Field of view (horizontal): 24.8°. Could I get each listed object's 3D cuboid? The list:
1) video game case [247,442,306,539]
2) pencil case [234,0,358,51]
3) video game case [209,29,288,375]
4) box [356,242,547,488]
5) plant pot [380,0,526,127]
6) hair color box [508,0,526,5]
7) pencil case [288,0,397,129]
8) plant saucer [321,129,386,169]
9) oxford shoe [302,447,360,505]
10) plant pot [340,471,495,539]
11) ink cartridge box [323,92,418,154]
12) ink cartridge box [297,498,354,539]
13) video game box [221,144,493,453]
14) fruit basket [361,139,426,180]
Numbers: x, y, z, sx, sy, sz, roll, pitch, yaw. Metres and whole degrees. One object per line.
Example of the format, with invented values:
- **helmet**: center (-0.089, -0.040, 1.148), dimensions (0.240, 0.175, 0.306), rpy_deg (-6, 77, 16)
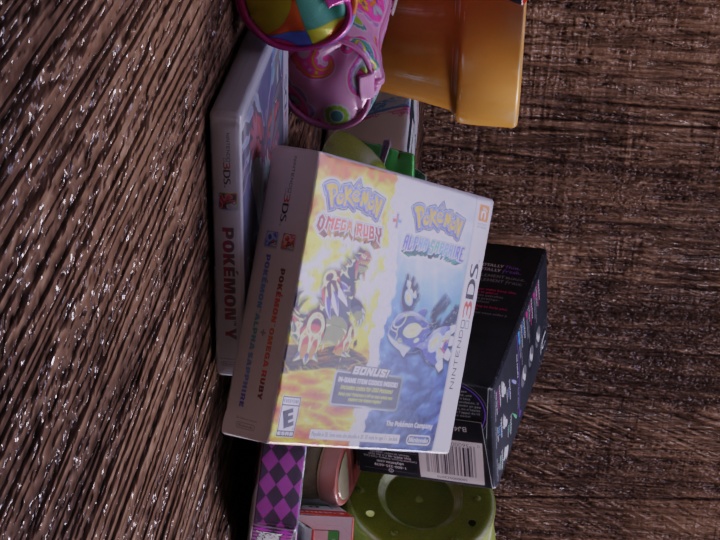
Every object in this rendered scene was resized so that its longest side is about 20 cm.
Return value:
- **video game case**: center (-0.055, 0.107, 1.193), dimensions (0.181, 0.036, 0.201), rpy_deg (106, -10, -70)
- **pencil case**: center (-0.029, -0.226, 1.085), dimensions (0.201, 0.088, 0.089), rpy_deg (-79, 172, -50)
- **video game case**: center (-0.070, -0.060, 1.084), dimensions (0.200, 0.023, 0.183), rpy_deg (-77, 170, -60)
- **box**: center (0.077, 0.072, 1.359), dimensions (0.200, 0.121, 0.107), rpy_deg (-61, 152, -51)
- **plant pot**: center (0.053, -0.231, 1.446), dimensions (0.200, 0.182, 0.202), rpy_deg (3, 90, -86)
- **hair color box**: center (0.045, -0.279, 1.201), dimensions (0.061, 0.199, 0.102), rpy_deg (-52, 155, -33)
- **pencil case**: center (-0.014, -0.193, 1.282), dimensions (0.200, 0.087, 0.088), rpy_deg (-78, 171, -54)
- **plant saucer**: center (0.000, 0.000, 1.175), dimensions (0.200, 0.031, 0.202), rpy_deg (0, 90, -76)
- **oxford shoe**: center (-0.025, 0.111, 1.377), dimensions (0.200, 0.073, 0.071), rpy_deg (-65, 153, -52)
- **plant pot**: center (0.040, 0.253, 1.431), dimensions (0.201, 0.199, 0.194), rpy_deg (-81, -179, -46)
- **ink cartridge box**: center (0.010, -0.112, 1.637), dimensions (0.146, 0.082, 0.201), rpy_deg (84, 11, -61)
- **ink cartridge box**: center (-0.036, 0.242, 1.288), dimensions (0.200, 0.050, 0.110), rpy_deg (175, -81, -78)
- **video game box**: center (0.004, 0.025, 1.076), dimensions (0.199, 0.047, 0.184), rpy_deg (10, 88, -52)
- **fruit basket**: center (-0.007, -0.007, 1.361), dimensions (0.185, 0.093, 0.201), rpy_deg (-170, -92, -82)
